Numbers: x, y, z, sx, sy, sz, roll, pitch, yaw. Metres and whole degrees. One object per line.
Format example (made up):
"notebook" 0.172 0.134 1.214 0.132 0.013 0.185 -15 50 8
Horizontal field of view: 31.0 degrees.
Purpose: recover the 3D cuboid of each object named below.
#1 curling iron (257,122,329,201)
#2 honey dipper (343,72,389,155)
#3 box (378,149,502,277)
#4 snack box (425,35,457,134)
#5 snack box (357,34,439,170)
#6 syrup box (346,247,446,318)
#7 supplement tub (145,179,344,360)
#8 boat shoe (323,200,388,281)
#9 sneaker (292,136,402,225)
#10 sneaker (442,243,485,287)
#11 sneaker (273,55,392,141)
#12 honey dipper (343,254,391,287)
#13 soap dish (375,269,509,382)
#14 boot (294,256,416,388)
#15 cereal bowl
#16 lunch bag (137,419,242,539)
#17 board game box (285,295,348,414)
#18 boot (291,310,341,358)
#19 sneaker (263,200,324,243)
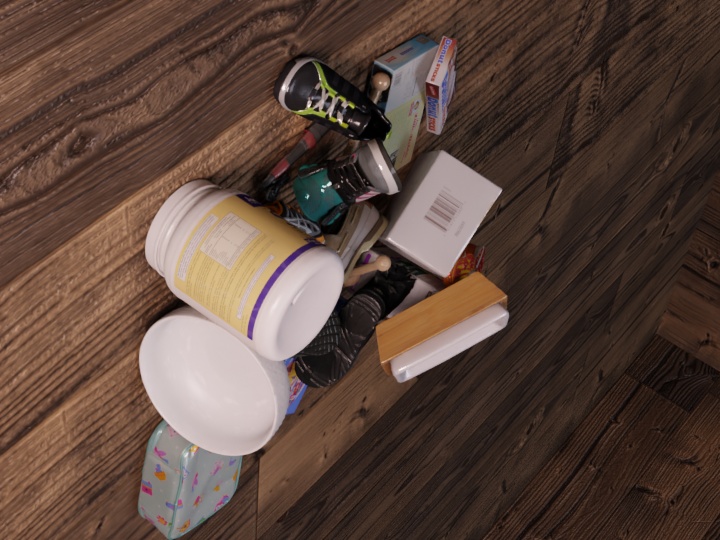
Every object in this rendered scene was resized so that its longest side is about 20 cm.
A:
"curling iron" -0.069 -0.164 1.665 0.200 0.026 0.050 -53 179 -24
"honey dipper" -0.010 -0.172 1.728 0.038 0.038 0.201 -17 135 -58
"box" 0.107 -0.085 1.912 0.153 0.106 0.200 -58 -173 0
"snack box" 0.114 -0.260 1.844 0.200 0.024 0.072 75 36 -76
"snack box" 0.046 -0.218 1.808 0.116 0.037 0.201 -37 150 -45
"syrup box" 0.085 0.043 2.016 0.082 0.200 0.079 -63 157 14
"supplement tub" -0.135 -0.004 1.501 0.145 0.200 0.146 -45 155 -28
"boat shoe" -0.043 -0.022 1.836 0.200 0.068 0.075 -54 -162 -27
"sneaker" -0.022 -0.111 1.621 0.120 0.084 0.200 -26 -178 -6
"sneaker" 0.143 -0.003 2.009 0.200 0.077 0.073 -31 130 -77
"sneaker" -0.023 -0.205 1.599 0.200 0.083 0.072 15 104 -55
"honey dipper" 0.000 0.000 1.861 0.038 0.038 0.200 -51 -169 -16
"soap dish" 0.114 0.081 1.864 0.199 0.081 0.157 -28 169 0
"boot" -0.004 0.075 1.926 0.198 0.073 0.162 -51 177 25
"cereal bowl" -0.170 0.124 1.607 0.083 0.199 0.201 -46 157 -50
"lunch bag" -0.231 0.270 1.820 0.160 0.077 0.201 -35 149 -46
"board game box" -0.106 0.124 1.928 0.134 0.045 0.201 -2 121 -63
"boot" -0.129 0.089 1.746 0.200 0.130 0.068 -16 100 -49
"sneaker" -0.101 -0.055 1.668 0.200 0.078 0.078 -38 112 -75
